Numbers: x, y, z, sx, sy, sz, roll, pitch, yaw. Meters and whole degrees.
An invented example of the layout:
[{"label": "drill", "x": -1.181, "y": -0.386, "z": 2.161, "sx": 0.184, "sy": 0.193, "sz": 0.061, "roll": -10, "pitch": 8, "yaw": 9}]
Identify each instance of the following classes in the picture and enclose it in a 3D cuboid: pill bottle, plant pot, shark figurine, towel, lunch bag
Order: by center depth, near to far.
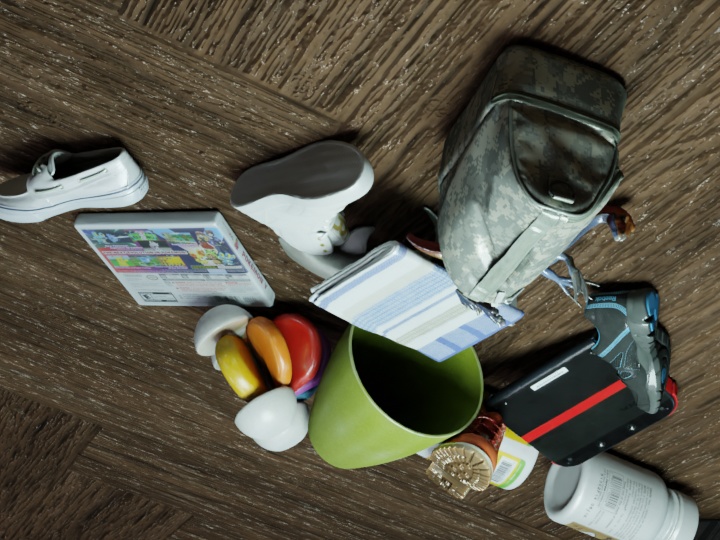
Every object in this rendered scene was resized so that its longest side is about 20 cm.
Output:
[{"label": "lunch bag", "x": 0.151, "y": -0.078, "z": 1.233, "sx": 0.138, "sy": 0.169, "sz": 0.200, "roll": 20, "pitch": 149, "yaw": -10}, {"label": "towel", "x": 0.061, "y": 0.035, "z": 1.446, "sx": 0.199, "sy": 0.024, "sz": 0.146, "roll": 26, "pitch": 140, "yaw": -32}, {"label": "shark figurine", "x": 0.021, "y": 0.006, "z": 1.502, "sx": 0.212, "sy": 0.091, "sz": 0.128, "roll": -4, "pitch": 148, "yaw": 27}, {"label": "plant pot", "x": 0.021, "y": 0.158, "z": 1.622, "sx": 0.185, "sy": 0.189, "sz": 0.200, "roll": 24, "pitch": 139, "yaw": -18}, {"label": "pill bottle", "x": 0.131, "y": 0.205, "z": 1.756, "sx": 0.198, "sy": 0.112, "sz": 0.111, "roll": 23, "pitch": 148, "yaw": -15}, {"label": "pill bottle", "x": 0.366, "y": 0.326, "z": 1.854, "sx": 0.198, "sy": 0.116, "sz": 0.114, "roll": 23, "pitch": 148, "yaw": -15}]

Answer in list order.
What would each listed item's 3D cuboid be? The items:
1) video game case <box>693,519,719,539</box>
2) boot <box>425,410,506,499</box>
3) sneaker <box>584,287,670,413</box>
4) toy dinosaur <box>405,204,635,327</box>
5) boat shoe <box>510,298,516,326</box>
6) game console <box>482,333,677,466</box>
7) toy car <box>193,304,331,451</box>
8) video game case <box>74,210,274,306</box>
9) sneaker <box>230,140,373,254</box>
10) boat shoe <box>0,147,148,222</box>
[{"label": "video game case", "x": 0.535, "y": 0.387, "z": 1.888, "sx": 0.198, "sy": 0.142, "sz": 0.019, "roll": -9, "pitch": 98, "yaw": 34}, {"label": "boot", "x": 0.138, "y": 0.209, "z": 1.605, "sx": 0.075, "sy": 0.108, "sz": 0.200, "roll": 38, "pitch": 166, "yaw": 3}, {"label": "sneaker", "x": 0.314, "y": 0.090, "z": 1.545, "sx": 0.081, "sy": 0.074, "sz": 0.201, "roll": 3, "pitch": 137, "yaw": 24}, {"label": "toy dinosaur", "x": 0.182, "y": -0.025, "z": 1.341, "sx": 0.200, "sy": 0.182, "sz": 0.105, "roll": 46, "pitch": 171, "yaw": -15}, {"label": "boat shoe", "x": 0.135, "y": 0.005, "z": 1.467, "sx": 0.063, "sy": 0.071, "sz": 0.201, "roll": 2, "pitch": 149, "yaw": 12}, {"label": "game console", "x": 0.279, "y": 0.163, "z": 1.660, "sx": 0.199, "sy": 0.031, "sz": 0.176, "roll": -35, "pitch": 122, "yaw": 28}, {"label": "toy car", "x": -0.109, "y": 0.120, "z": 1.687, "sx": 0.149, "sy": 0.176, "sz": 0.200, "roll": -31, "pitch": 161, "yaw": -1}, {"label": "video game case", "x": -0.226, "y": -0.012, "z": 1.636, "sx": 0.197, "sy": 0.023, "sz": 0.183, "roll": 1, "pitch": 147, "yaw": 23}, {"label": "sneaker", "x": -0.035, "y": -0.074, "z": 1.418, "sx": 0.199, "sy": 0.074, "sz": 0.115, "roll": -5, "pitch": 147, "yaw": 46}, {"label": "boat shoe", "x": -0.335, "y": -0.107, "z": 1.494, "sx": 0.197, "sy": 0.074, "sz": 0.067, "roll": -8, "pitch": 130, "yaw": 16}]
